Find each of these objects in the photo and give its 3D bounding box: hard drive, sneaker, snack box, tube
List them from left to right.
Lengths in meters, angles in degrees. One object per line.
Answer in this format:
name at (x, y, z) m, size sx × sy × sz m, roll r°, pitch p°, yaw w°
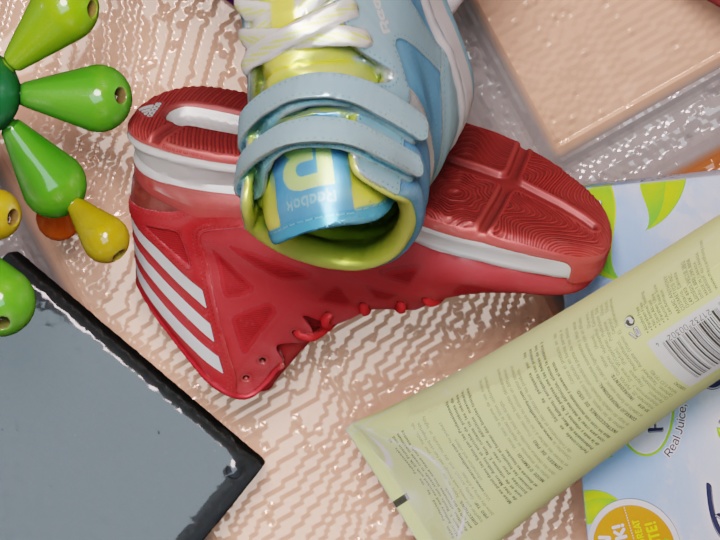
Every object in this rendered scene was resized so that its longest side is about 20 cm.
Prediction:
hard drive at (-0.155, 0.113, 1.039) m, size 0.139 × 0.033 × 0.200 m, roll 40°, pitch 93°, yaw 0°
sneaker at (-0.019, -0.087, 0.864) m, size 0.079 × 0.131 × 0.201 m, roll -13°, pitch 127°, yaw 24°
sneaker at (0.000, 0.000, 1.003) m, size 0.199 × 0.078 × 0.116 m, roll 17°, pitch 124°, yaw 15°
tube at (0.083, 0.046, 0.968) m, size 0.052 × 0.058 × 0.200 m, roll 28°, pitch 128°, yaw -37°
snack box at (0.185, 0.041, 0.979) m, size 0.199 × 0.068 × 0.170 m, roll -6°, pitch 92°, yaw 25°

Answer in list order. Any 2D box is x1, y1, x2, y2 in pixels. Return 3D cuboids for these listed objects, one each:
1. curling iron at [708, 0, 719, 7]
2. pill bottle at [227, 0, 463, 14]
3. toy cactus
curling iron at (0.165, -0.107, 0.988) m, size 0.200 × 0.050 × 0.026 m, roll 38°, pitch 72°, yaw 21°
pill bottle at (-0.045, -0.170, 0.961) m, size 0.200 × 0.112 × 0.113 m, roll 36°, pitch 93°, yaw -20°
toy cactus at (-0.172, -0.072, 0.969) m, size 0.164 × 0.102 × 0.202 m, roll 0°, pitch 83°, yaw -11°
